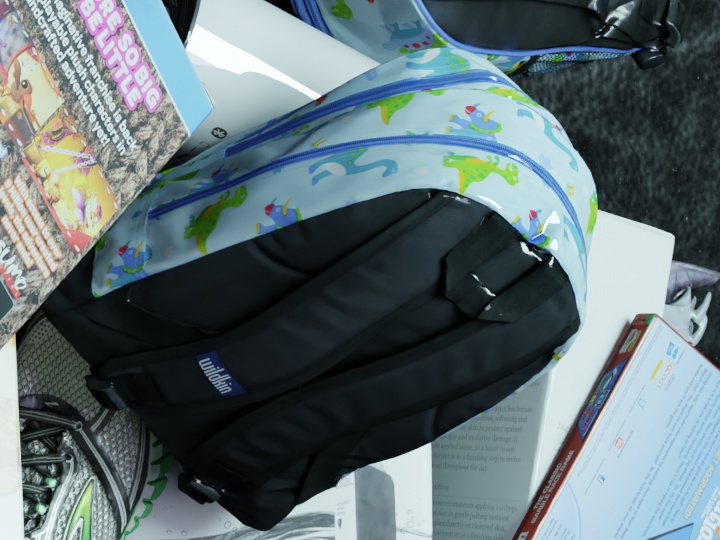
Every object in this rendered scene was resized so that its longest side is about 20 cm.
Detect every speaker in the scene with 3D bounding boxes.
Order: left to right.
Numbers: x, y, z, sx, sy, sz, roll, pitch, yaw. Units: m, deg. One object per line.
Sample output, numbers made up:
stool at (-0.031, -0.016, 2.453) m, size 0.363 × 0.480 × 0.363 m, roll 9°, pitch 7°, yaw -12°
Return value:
speaker at (-0.011, -0.056, 1.238) m, size 0.200 × 0.081 × 0.081 m, roll 26°, pitch 72°, yaw -27°

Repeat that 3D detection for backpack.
backpack at (0.000, 0.000, 1.148) m, size 0.163 × 0.200 × 0.154 m, roll 47°, pitch 47°, yaw -24°
backpack at (0.042, -0.180, 1.359) m, size 0.200 × 0.147 × 0.184 m, roll -10°, pitch 97°, yaw -49°

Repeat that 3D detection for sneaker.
sneaker at (-0.136, 0.107, 1.197) m, size 0.085 × 0.078 × 0.201 m, roll -4°, pitch 108°, yaw -65°

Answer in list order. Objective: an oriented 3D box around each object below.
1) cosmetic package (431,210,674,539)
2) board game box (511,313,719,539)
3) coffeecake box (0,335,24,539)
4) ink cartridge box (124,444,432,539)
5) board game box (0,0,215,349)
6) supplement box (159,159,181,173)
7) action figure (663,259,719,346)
cosmetic package at (0.088, 0.072, 1.436) m, size 0.071 × 0.101 × 0.201 m, roll 16°, pitch 80°, yaw -35°
board game box at (0.128, 0.132, 1.385) m, size 0.103 × 0.019 × 0.200 m, roll 40°, pitch 69°, yaw -23°
coffeecake box at (-0.212, 0.095, 1.091) m, size 0.153 × 0.073 × 0.201 m, roll 10°, pitch 61°, yaw -29°
ink cartridge box at (-0.044, 0.107, 1.281) m, size 0.144 × 0.084 × 0.201 m, roll -2°, pitch 93°, yaw -10°
board game box at (-0.171, -0.061, 1.023) m, size 0.200 × 0.097 × 0.160 m, roll -50°, pitch 132°, yaw -32°
supplement box at (-0.118, -0.143, 1.261) m, size 0.109 × 0.061 × 0.201 m, roll -31°, pitch 113°, yaw -42°
action figure at (0.139, 0.095, 1.484) m, size 0.069 × 0.130 × 0.201 m, roll 14°, pitch 73°, yaw -30°
